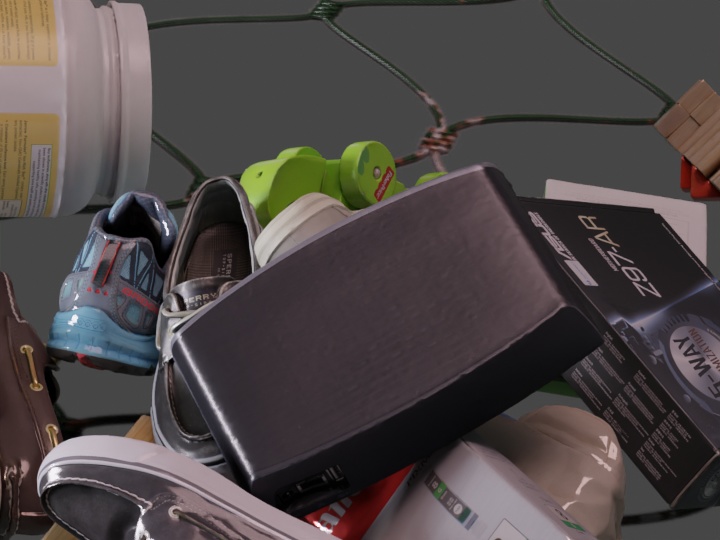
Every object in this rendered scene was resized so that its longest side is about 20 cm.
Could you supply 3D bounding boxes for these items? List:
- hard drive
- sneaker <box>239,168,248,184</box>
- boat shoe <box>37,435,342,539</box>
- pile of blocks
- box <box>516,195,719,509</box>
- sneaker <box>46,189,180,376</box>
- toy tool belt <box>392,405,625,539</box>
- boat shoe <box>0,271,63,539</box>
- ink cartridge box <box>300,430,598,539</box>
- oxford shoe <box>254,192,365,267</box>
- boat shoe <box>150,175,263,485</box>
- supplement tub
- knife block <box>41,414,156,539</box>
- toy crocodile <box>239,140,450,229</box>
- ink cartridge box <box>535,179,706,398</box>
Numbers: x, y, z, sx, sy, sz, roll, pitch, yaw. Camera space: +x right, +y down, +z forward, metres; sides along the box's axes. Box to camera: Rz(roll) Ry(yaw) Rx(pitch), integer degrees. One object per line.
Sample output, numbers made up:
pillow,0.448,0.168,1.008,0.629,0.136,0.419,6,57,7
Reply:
hard drive,0.008,0.032,1.477,0.200,0.042,0.135,-29,59,-1
sneaker,-0.039,-0.007,1.727,0.082,0.074,0.200,10,26,-3
boat shoe,-0.081,0.147,1.435,0.200,0.070,0.066,25,40,12
pile of blocks,0.253,-0.054,1.894,0.062,0.082,0.200,-43,36,4
box,0.167,0.044,1.598,0.160,0.044,0.200,4,41,-51
sneaker,-0.120,0.001,1.661,0.079,0.096,0.200,13,9,4
toy tool belt,0.059,0.135,1.567,0.200,0.123,0.125,19,51,33
boat shoe,-0.197,0.070,1.615,0.059,0.072,0.200,4,40,-17
ink cartridge box,0.009,0.147,1.484,0.200,0.161,0.050,41,10,33
oxford shoe,0.000,0.000,1.616,0.058,0.075,0.200,46,10,16
boat shoe,-0.084,0.030,1.562,0.072,0.071,0.200,-11,43,7
supplement tub,-0.235,-0.104,1.776,0.200,0.146,0.146,0,37,-12
knife block,-0.149,0.171,1.493,0.175,0.064,0.200,-8,40,-22
toy crocodile,0.006,-0.034,1.709,0.067,0.062,0.200,-2,-13,36
ink cartridge box,0.153,0.031,1.745,0.104,0.059,0.200,9,37,0
